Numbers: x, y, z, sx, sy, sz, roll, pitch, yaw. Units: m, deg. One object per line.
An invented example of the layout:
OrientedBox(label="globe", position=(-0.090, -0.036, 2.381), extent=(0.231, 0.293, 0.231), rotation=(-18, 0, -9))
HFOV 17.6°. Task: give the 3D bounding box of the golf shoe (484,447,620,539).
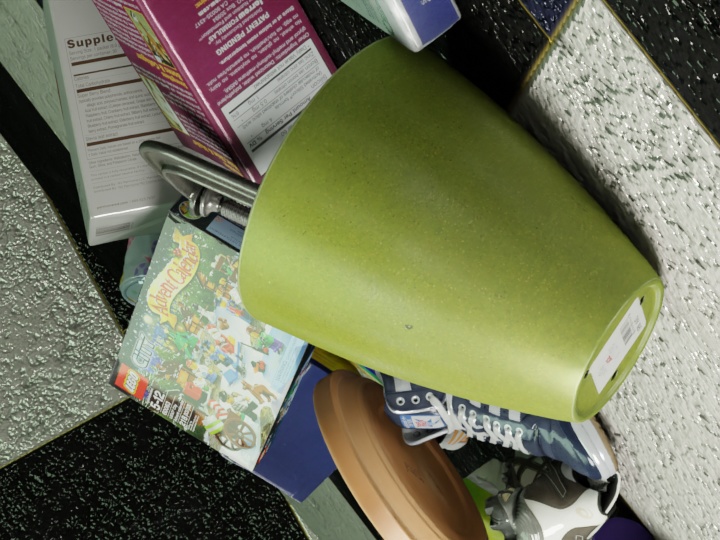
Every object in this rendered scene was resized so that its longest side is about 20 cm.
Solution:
OrientedBox(label="golf shoe", position=(0.152, 0.168, 1.717), extent=(0.200, 0.094, 0.078), rotation=(-56, -55, -74))

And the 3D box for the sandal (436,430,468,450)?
OrientedBox(label="sandal", position=(0.069, 0.107, 1.940), extent=(0.079, 0.059, 0.207), rotation=(60, -168, 10))

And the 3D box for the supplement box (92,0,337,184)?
OrientedBox(label="supplement box", position=(-0.110, -0.178, 1.632), extent=(0.131, 0.103, 0.201), rotation=(30, 155, 57))

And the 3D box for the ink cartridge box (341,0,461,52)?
OrientedBox(label="ink cartridge box", position=(-0.039, -0.237, 1.307), extent=(0.200, 0.043, 0.197), rotation=(43, 167, 53))

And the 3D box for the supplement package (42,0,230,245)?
OrientedBox(label="supplement package", position=(-0.174, -0.136, 1.809), extent=(0.121, 0.119, 0.201), rotation=(125, 134, -78))

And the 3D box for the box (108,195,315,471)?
OrientedBox(label="box", position=(-0.105, 0.047, 1.765), extent=(0.136, 0.038, 0.201), rotation=(30, 133, 7))

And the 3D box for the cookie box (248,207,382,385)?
OrientedBox(label="cookie box", position=(0.000, 0.000, 1.816), extent=(0.201, 0.075, 0.171), rotation=(58, 168, -27))

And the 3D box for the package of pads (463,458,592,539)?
OrientedBox(label="package of pads", position=(0.166, 0.254, 1.942), extent=(0.155, 0.068, 0.200), rotation=(59, 167, -23))

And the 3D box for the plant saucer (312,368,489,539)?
OrientedBox(label="plant saucer", position=(0.037, 0.156, 1.725), extent=(0.200, 0.032, 0.201), rotation=(49, -166, -17))

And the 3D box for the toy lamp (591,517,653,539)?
OrientedBox(label="toy lamp", position=(0.171, 0.262, 1.787), extent=(0.058, 0.058, 0.200), rotation=(49, 143, 19))

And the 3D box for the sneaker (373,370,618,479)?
OrientedBox(label="sneaker", position=(0.090, 0.105, 1.671), extent=(0.200, 0.108, 0.070), rotation=(46, 168, 35))

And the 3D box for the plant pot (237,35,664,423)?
OrientedBox(label="plant pot", position=(0.064, -0.005, 1.314), extent=(0.199, 0.187, 0.187), rotation=(31, 162, 22))

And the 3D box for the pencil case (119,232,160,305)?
OrientedBox(label="pencil case", position=(-0.146, -0.061, 1.933), extent=(0.082, 0.201, 0.091), rotation=(4, 156, 11))

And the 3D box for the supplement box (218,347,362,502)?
OrientedBox(label="supplement box", position=(-0.083, 0.077, 1.943), extent=(0.109, 0.110, 0.200), rotation=(36, -166, -42))

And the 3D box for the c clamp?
OrientedBox(label="c clamp", position=(-0.064, -0.032, 1.643), extent=(0.199, 0.027, 0.171), rotation=(26, 172, 15))
